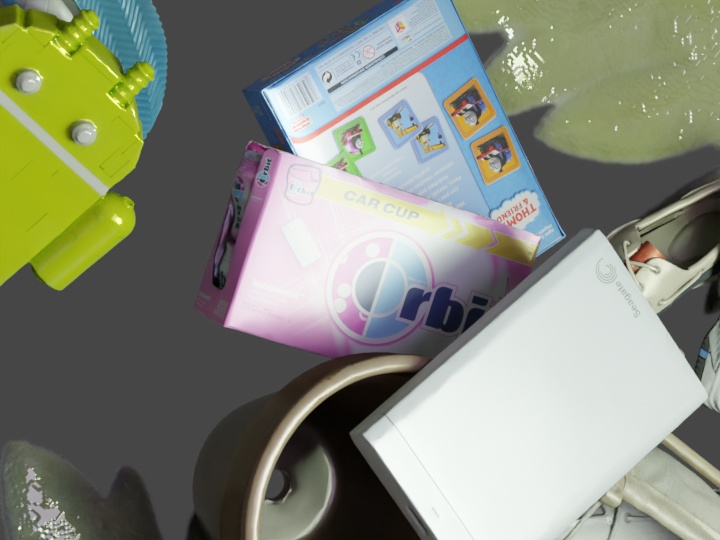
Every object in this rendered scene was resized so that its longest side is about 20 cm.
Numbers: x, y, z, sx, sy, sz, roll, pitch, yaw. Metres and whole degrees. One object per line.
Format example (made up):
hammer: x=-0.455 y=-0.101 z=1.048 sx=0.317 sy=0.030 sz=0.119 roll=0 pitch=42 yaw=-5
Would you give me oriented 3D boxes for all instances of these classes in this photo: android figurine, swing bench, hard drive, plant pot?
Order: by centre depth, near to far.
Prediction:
android figurine: x=-0.210 y=-0.072 z=1.510 sx=0.200 sy=0.041 sz=0.182 roll=-38 pitch=115 yaw=14
hard drive: x=0.104 y=0.087 z=1.551 sx=0.200 sy=0.027 sz=0.132 roll=-40 pitch=106 yaw=-21
plant pot: x=-0.018 y=0.141 z=1.606 sx=0.200 sy=0.175 sz=0.200 roll=-3 pitch=96 yaw=-28
swing bench: x=0.196 y=0.186 z=1.669 sx=0.199 sy=0.130 sz=0.200 roll=38 pitch=70 yaw=-18

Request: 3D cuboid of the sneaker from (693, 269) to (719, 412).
sneaker: x=0.289 y=0.023 z=1.773 sx=0.076 sy=0.077 sz=0.200 roll=-30 pitch=139 yaw=-39

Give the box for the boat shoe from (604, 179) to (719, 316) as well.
boat shoe: x=0.196 y=-0.003 z=1.760 sx=0.200 sy=0.063 sz=0.071 roll=-28 pitch=68 yaw=-27

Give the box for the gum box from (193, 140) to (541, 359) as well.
gum box: x=0.000 y=0.000 z=1.628 sx=0.200 sy=0.066 sz=0.114 roll=17 pitch=93 yaw=-23

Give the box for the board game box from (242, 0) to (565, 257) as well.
board game box: x=0.031 y=-0.069 z=1.693 sx=0.151 sy=0.037 sz=0.200 roll=-34 pitch=108 yaw=-21

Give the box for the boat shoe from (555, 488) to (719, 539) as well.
boat shoe: x=0.176 y=0.163 z=1.770 sx=0.202 sy=0.075 sz=0.086 roll=5 pitch=92 yaw=-31

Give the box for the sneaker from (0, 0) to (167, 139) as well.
sneaker: x=-0.178 y=-0.152 z=1.555 sx=0.077 sy=0.081 sz=0.200 roll=-53 pitch=139 yaw=-38
